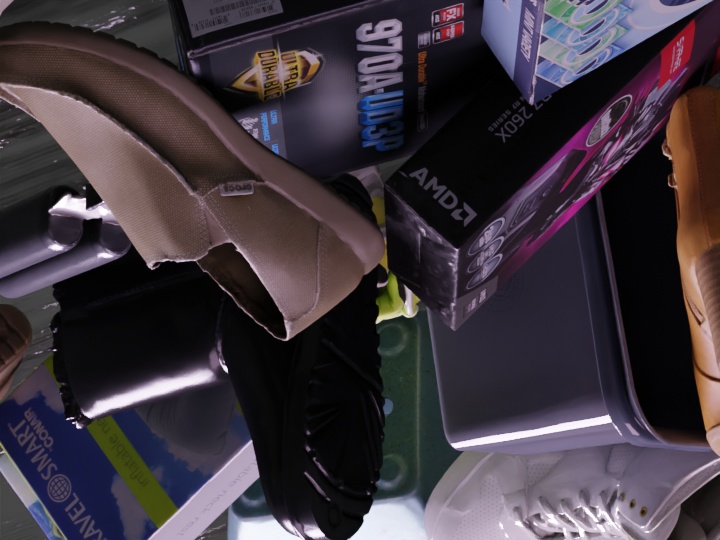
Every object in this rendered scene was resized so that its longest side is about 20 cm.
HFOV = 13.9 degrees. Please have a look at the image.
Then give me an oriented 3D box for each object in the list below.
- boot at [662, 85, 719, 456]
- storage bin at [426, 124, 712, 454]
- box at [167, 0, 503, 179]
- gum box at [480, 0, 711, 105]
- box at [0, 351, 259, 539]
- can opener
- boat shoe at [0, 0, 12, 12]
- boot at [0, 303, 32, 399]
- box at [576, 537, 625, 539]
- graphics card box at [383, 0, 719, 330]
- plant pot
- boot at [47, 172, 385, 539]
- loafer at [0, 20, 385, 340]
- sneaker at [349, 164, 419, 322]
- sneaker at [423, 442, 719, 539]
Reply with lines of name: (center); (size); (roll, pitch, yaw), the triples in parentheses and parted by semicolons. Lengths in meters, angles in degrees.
boot: (0.190, 0.003, 1.433); (0.071, 0.144, 0.201); (-10, 156, 10)
storage bin: (0.113, 0.005, 1.536); (0.134, 0.200, 0.145); (-15, 166, 36)
box: (-0.001, -0.100, 1.327); (0.159, 0.046, 0.200); (-16, 162, -5)
gum box: (0.145, -0.162, 1.195); (0.200, 0.045, 0.170); (-31, 164, -9)
box: (-0.103, 0.072, 1.532); (0.200, 0.122, 0.048); (-44, 154, 12)
can opener: (-0.132, -0.032, 1.401); (0.053, 0.067, 0.200); (12, 158, -32)
boat shoe: (-0.180, -0.100, 1.176); (0.067, 0.057, 0.200); (-48, -175, -31)
boot: (-0.268, 0.098, 1.557); (0.200, 0.072, 0.166); (-36, 180, -40)
box: (0.193, 0.062, 1.687); (0.199, 0.200, 0.131); (-22, -171, 13)
graphics card box: (0.095, -0.071, 1.353); (0.200, 0.051, 0.125); (-43, 167, -12)
plant pot: (0.013, 0.122, 1.756); (0.195, 0.197, 0.200); (-10, 151, 20)
boot: (-0.074, 0.046, 1.436); (0.162, 0.199, 0.073); (-10, 155, 26)
loafer: (-0.079, -0.038, 1.271); (0.200, 0.068, 0.076); (32, 163, -18)
sneaker: (0.000, 0.000, 1.582); (0.075, 0.077, 0.200); (-21, 163, 10)
sneaker: (0.125, 0.124, 1.580); (0.200, 0.116, 0.074); (-35, 129, 16)
